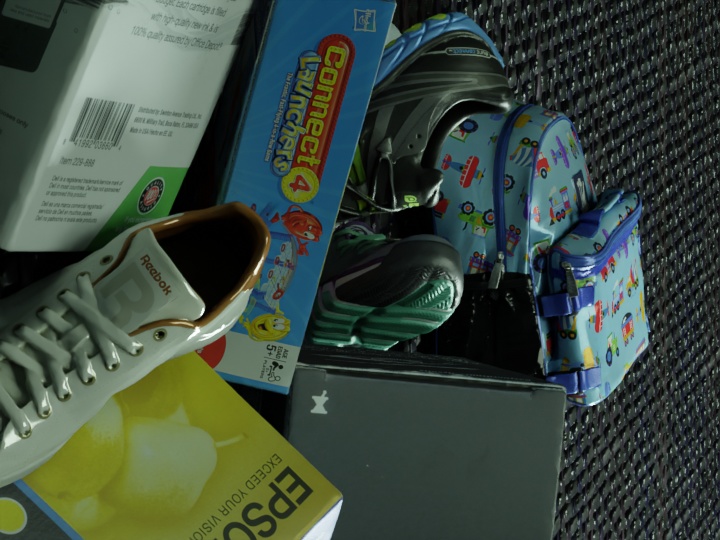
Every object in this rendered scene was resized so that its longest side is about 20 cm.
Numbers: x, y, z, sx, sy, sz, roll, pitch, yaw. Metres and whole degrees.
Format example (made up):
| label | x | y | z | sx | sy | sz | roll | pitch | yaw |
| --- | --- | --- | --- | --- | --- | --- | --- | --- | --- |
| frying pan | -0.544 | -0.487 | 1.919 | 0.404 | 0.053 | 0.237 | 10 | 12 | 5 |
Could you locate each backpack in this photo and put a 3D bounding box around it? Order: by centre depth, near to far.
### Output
| label | x | y | z | sx | sy | sz | roll | pitch | yaw |
| --- | --- | --- | --- | --- | --- | --- | --- | --- | --- |
| backpack | 0.113 | -0.023 | 1.753 | 0.182 | 0.134 | 0.201 | -32 | 120 | -65 |

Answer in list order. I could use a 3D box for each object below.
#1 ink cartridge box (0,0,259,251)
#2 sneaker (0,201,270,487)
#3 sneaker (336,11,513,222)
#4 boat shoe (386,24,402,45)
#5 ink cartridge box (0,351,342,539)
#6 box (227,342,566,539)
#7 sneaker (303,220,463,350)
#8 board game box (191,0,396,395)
| label | x | y | z | sx | sy | sz | roll | pitch | yaw |
| --- | --- | --- | --- | --- | --- | --- | --- | --- | --- |
| ink cartridge box | -0.114 | -0.114 | 1.135 | 0.201 | 0.084 | 0.146 | -66 | 160 | 9 |
| sneaker | -0.121 | 0.023 | 1.111 | 0.200 | 0.073 | 0.085 | -35 | 172 | -33 |
| sneaker | 0.001 | -0.058 | 1.429 | 0.199 | 0.083 | 0.071 | -40 | 171 | -3 |
| boat shoe | -0.025 | -0.144 | 1.463 | 0.201 | 0.070 | 0.072 | -12 | 108 | -65 |
| ink cartridge box | -0.097 | 0.130 | 1.140 | 0.198 | 0.200 | 0.047 | -43 | 173 | -45 |
| box | 0.009 | 0.097 | 1.369 | 0.200 | 0.147 | 0.105 | -167 | -97 | -78 |
| sneaker | 0.000 | 0.000 | 1.473 | 0.200 | 0.074 | 0.088 | 138 | -43 | -60 |
| board game box | -0.040 | -0.066 | 1.284 | 0.200 | 0.056 | 0.197 | -99 | -156 | -72 |
